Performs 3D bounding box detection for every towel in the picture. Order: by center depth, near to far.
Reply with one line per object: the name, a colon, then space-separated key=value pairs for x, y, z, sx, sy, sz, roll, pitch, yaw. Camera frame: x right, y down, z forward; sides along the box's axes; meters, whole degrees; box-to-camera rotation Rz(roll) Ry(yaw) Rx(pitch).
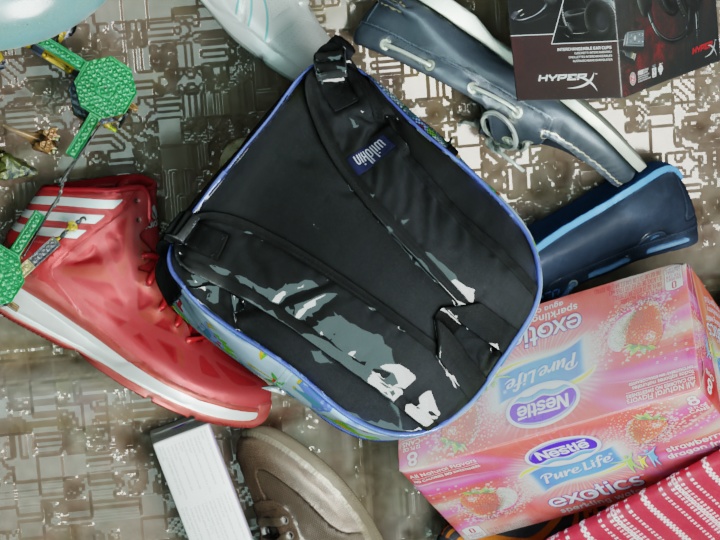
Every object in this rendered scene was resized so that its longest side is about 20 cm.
towel: x=0.197 y=0.173 z=1.531 sx=0.199 sy=0.023 sz=0.145 roll=-30 pitch=135 yaw=21

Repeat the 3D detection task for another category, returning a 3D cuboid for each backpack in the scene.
backpack: x=0.000 y=0.000 z=1.469 sx=0.200 sy=0.147 sz=0.183 roll=39 pitch=79 yaw=1

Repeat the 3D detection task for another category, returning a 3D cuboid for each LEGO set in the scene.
LEGO set: x=-0.231 y=-0.072 z=1.501 sx=0.153 sy=0.116 sz=0.201 roll=24 pitch=81 yaw=-10

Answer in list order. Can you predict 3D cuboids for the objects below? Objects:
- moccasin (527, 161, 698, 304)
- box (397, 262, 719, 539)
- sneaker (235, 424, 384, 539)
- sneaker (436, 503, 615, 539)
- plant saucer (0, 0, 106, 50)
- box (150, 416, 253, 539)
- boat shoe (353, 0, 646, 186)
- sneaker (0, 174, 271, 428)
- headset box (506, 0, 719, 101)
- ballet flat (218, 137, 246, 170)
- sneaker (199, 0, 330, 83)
moccasin: x=0.127 y=0.005 z=1.565 sx=0.199 sy=0.080 sz=0.068 roll=-29 pitch=102 yaw=1
box: x=0.130 y=0.082 z=1.516 sx=0.199 sy=0.095 sz=0.103 roll=-17 pitch=141 yaw=21
sneaker: x=-0.025 y=0.191 z=1.577 sx=0.076 sy=0.070 sz=0.200 roll=-44 pitch=105 yaw=-27
sneaker: x=0.147 y=0.149 z=1.605 sx=0.199 sy=0.078 sz=0.113 roll=5 pitch=95 yaw=-17
plant saucer: x=-0.226 y=-0.225 z=1.460 sx=0.199 sy=0.027 sz=0.201 roll=3 pitch=67 yaw=-6
box: x=-0.083 y=0.191 z=1.597 sx=0.041 sy=0.039 sz=0.201 roll=-21 pitch=102 yaw=-3
boat shoe: x=0.087 y=-0.108 z=1.543 sx=0.200 sy=0.075 sz=0.062 roll=35 pitch=93 yaw=-10
sneaker: x=-0.127 y=0.012 z=1.541 sx=0.199 sy=0.078 sz=0.116 roll=27 pitch=98 yaw=-11
headset box: x=0.149 y=-0.213 z=1.488 sx=0.077 sy=0.149 sz=0.201 roll=2 pitch=103 yaw=31
ballet flat: x=-0.021 y=-0.001 z=1.559 sx=0.066 sy=0.057 sz=0.200 roll=-35 pitch=101 yaw=1
sneaker: x=-0.067 y=-0.182 z=1.516 sx=0.200 sy=0.070 sz=0.080 roll=42 pitch=91 yaw=-11
